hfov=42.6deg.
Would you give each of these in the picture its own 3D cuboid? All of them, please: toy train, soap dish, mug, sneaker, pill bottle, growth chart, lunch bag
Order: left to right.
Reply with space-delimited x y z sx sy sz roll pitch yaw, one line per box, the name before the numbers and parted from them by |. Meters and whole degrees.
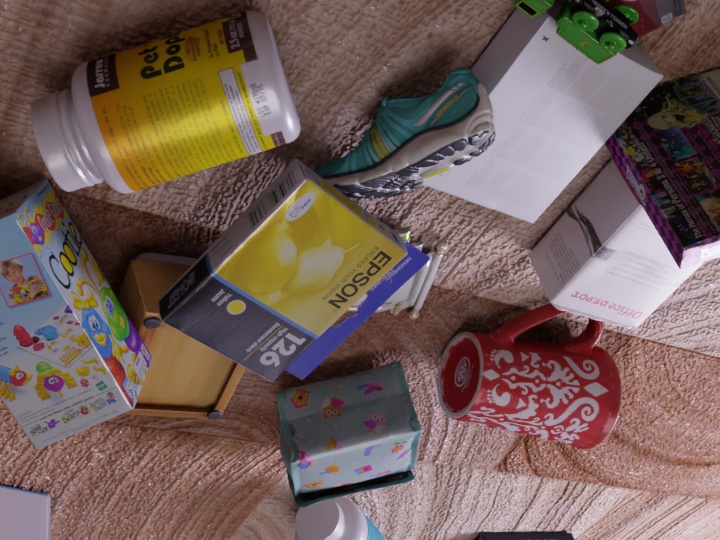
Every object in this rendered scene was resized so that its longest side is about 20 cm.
pill bottle | -0.156 -0.130 0.746 0.198 0.110 0.110 -18 139 0
soap dish | -0.189 0.078 0.981 0.156 0.082 0.201 8 133 -26
pill bottle | -0.028 0.406 1.370 0.110 0.111 0.200 -23 138 6
lunch bag | -0.017 0.221 1.168 0.169 0.123 0.201 -12 147 -10
growth chart | 0.000 0.000 1.009 0.198 0.018 0.145 5 134 -23
sneaker | 0.036 -0.119 0.853 0.199 0.080 0.077 -22 164 33
mug | 0.209 0.125 1.163 0.199 0.179 0.133 11 168 -23
toy train | 0.138 -0.234 0.738 0.199 0.042 0.056 32 163 -15

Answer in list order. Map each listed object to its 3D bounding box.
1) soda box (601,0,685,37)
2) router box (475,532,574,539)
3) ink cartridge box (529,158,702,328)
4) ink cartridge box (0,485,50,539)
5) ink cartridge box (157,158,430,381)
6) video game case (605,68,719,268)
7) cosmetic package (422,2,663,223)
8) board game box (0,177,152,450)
soda box | 0.203 -0.280 0.739 0.070 0.064 0.200 -26 137 9
router box | 0.270 0.527 1.645 0.199 0.051 0.150 7 132 -25
ink cartridge box | 0.306 -0.041 1.018 0.146 0.083 0.200 15 129 -31
ink cartridge box | -0.501 0.380 1.153 0.146 0.147 0.200 23 126 -36
ink cartridge box | -0.055 0.018 0.886 0.198 0.047 0.200 -44 127 16
video game case | 0.343 -0.108 0.871 0.180 0.201 0.036 -16 141 -2
cosmetic package | 0.163 -0.147 0.879 0.150 0.052 0.200 14 130 -33
board game box | -0.287 0.038 0.830 0.104 0.103 0.201 -22 111 7
